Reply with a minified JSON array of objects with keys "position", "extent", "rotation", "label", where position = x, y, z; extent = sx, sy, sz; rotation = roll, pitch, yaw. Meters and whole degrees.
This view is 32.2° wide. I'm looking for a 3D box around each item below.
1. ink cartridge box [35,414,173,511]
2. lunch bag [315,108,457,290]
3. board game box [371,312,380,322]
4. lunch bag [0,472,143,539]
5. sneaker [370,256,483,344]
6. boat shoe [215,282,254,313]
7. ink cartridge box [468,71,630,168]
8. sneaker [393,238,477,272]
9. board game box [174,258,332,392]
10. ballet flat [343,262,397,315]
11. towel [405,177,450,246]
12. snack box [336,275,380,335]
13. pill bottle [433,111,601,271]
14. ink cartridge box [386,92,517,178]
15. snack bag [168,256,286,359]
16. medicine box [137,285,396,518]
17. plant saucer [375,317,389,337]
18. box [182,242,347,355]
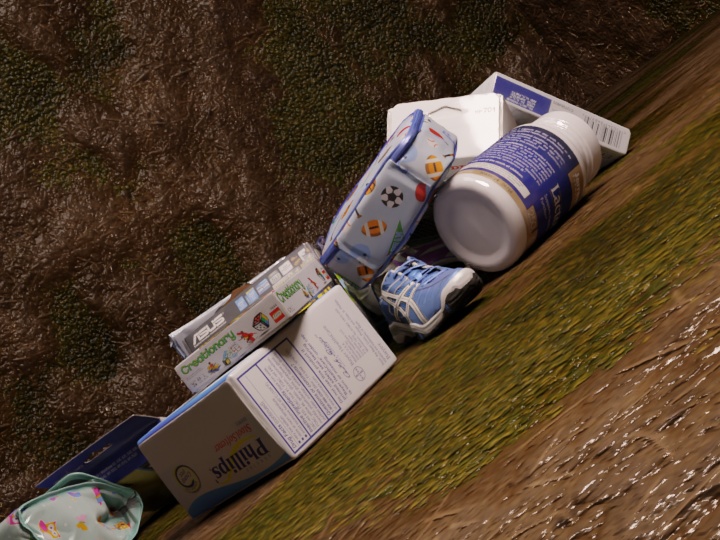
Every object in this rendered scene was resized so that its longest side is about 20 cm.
[{"position":[-0.278,0.252,1.606],"extent":[0.197,0.047,0.200],"rotation":[-36,-25,27],"label":"ink cartridge box"},{"position":[0.028,-0.079,1.386],"extent":[0.200,0.075,0.160],"rotation":[-53,9,20],"label":"lunch bag"},{"position":[0.081,0.005,1.719],"extent":[0.200,0.035,0.135],"rotation":[-37,-6,6],"label":"board game box"},{"position":[-0.379,0.340,1.537],"extent":[0.170,0.122,0.200],"rotation":[-40,-9,27],"label":"lunch bag"},{"position":[0.061,0.026,1.308],"extent":[0.076,0.077,0.200],"rotation":[-37,2,-24],"label":"sneaker"},{"position":[-0.135,0.042,1.575],"extent":[0.200,0.068,0.072],"rotation":[-42,-42,-6],"label":"boat shoe"},{"position":[0.214,-0.170,1.618],"extent":[0.200,0.199,0.041],"rotation":[145,143,-67],"label":"ink cartridge box"},{"position":[0.068,0.014,1.553],"extent":[0.200,0.073,0.114],"rotation":[-32,8,36],"label":"sneaker"},{"position":[-0.104,0.053,1.270],"extent":[0.126,0.035,0.200],"rotation":[-38,1,14],"label":"board game box"},{"position":[0.000,0.000,1.571],"extent":[0.069,0.070,0.200],"rotation":[-38,26,1],"label":"ballet flat"},{"position":[0.098,-0.073,1.540],"extent":[0.199,0.035,0.192],"rotation":[-12,-16,32],"label":"towel"},{"position":[-0.067,0.086,1.596],"extent":[0.168,0.068,0.200],"rotation":[-37,24,7],"label":"snack box"},{"position":[0.179,-0.094,1.382],"extent":[0.200,0.116,0.116],"rotation":[-40,2,-39],"label":"pill bottle"},{"position":[0.131,-0.132,1.560],"extent":[0.146,0.086,0.200],"rotation":[-4,-21,20],"label":"ink cartridge box"},{"position":[-0.140,0.107,1.715],"extent":[0.200,0.189,0.021],"rotation":[-35,27,-12],"label":"snack bag"},{"position":[-0.093,0.133,1.262],"extent":[0.182,0.103,0.200],"rotation":[-37,1,41],"label":"medicine box"},{"position":[0.069,0.046,1.671],"extent":[0.200,0.019,0.070],"rotation":[-37,1,13],"label":"plant saucer"},{"position":[-0.093,0.090,1.478],"extent":[0.200,0.161,0.049],"rotation":[-37,-28,8],"label":"box"}]
